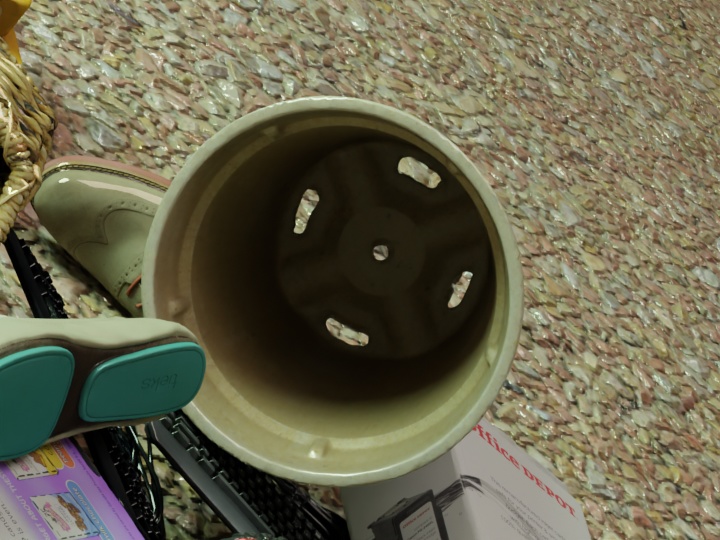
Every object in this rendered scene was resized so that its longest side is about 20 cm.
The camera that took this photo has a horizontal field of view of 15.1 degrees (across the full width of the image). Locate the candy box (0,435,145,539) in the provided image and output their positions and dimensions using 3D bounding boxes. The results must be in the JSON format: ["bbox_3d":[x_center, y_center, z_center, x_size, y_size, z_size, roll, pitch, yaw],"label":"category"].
[{"bbox_3d":[-0.186,0.140,1.228,0.168,0.072,0.200,53,27,20],"label":"candy box"}]

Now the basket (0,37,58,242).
[{"bbox_3d":[-0.261,-0.071,1.360,0.200,0.143,0.149,37,25,-11],"label":"basket"}]

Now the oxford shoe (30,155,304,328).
[{"bbox_3d":[-0.105,0.007,1.547,0.199,0.070,0.075,33,29,-19],"label":"oxford shoe"}]

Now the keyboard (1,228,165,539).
[{"bbox_3d":[-0.129,0.069,1.396,0.104,0.039,0.201,74,-8,-55],"label":"keyboard"}]

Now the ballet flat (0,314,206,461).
[{"bbox_3d":[-0.152,0.049,1.277,0.070,0.069,0.200,53,24,20],"label":"ballet flat"}]

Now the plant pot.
[{"bbox_3d":[0.000,0.000,1.470,0.200,0.201,0.183,44,12,2],"label":"plant pot"}]

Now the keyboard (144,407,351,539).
[{"bbox_3d":[-0.043,0.128,1.456,0.200,0.021,0.127,50,13,-16],"label":"keyboard"}]

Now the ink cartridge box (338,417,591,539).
[{"bbox_3d":[0.072,0.182,1.487,0.145,0.083,0.201,41,21,-35],"label":"ink cartridge box"}]

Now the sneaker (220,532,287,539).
[{"bbox_3d":[-0.029,0.224,1.301,0.079,0.096,0.201,-21,76,-40],"label":"sneaker"}]

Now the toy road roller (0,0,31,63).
[{"bbox_3d":[-0.238,-0.173,1.544,0.122,0.146,0.201,24,31,-32],"label":"toy road roller"}]
